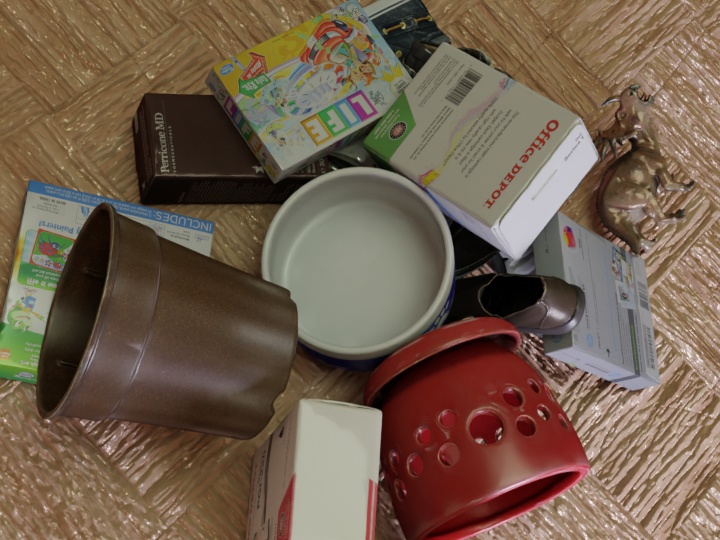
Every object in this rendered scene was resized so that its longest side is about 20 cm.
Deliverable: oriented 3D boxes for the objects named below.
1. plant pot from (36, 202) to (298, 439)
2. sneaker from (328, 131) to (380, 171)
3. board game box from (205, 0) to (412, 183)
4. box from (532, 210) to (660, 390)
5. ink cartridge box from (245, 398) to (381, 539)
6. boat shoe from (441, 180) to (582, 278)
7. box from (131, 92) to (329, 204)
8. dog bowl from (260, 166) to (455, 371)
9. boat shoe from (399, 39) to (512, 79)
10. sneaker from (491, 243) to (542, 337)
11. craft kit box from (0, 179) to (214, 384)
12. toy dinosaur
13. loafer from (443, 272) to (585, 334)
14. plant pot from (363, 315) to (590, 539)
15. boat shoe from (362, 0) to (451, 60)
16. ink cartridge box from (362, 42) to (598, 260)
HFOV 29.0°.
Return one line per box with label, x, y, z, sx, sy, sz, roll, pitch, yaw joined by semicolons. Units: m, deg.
plant pot;-0.175;0.063;1.295;0.197;0.200;0.202;18;63;-22
sneaker;0.045;-0.133;1.577;0.198;0.074;0.117;16;67;-7
board game box;-0.048;-0.196;1.496;0.199;0.034;0.135;-32;82;-29
box;0.264;0.038;1.556;0.199;0.041;0.158;23;57;-49
ink cartridge box;-0.049;0.221;1.315;0.084;0.200;0.147;10;65;-12
boat shoe;0.155;-0.062;1.490;0.200;0.057;0.069;-41;105;3
box;-0.138;-0.130;1.495;0.198;0.075;0.101;-3;70;-21
dog bowl;0.000;0.000;1.448;0.198;0.079;0.202;-2;71;7
boat shoe;0.120;-0.229;1.614;0.199;0.061;0.074;2;36;-42
sneaker;0.175;-0.019;1.580;0.066;0.091;0.201;-29;106;-2
craft kit box;-0.255;0.026;1.401;0.198;0.049;0.200;13;62;-17
toy dinosaur;0.318;-0.105;1.667;0.135;0.086;0.201;28;66;-10
loafer;0.140;0.028;1.478;0.071;0.198;0.074;35;57;-43
plant pot;0.106;0.162;1.410;0.199;0.201;0.184;-15;67;-26
boat shoe;0.019;-0.253;1.608;0.200;0.071;0.091;-37;82;-32
ink cartridge box;0.125;-0.125;1.452;0.199;0.084;0.145;36;84;35
